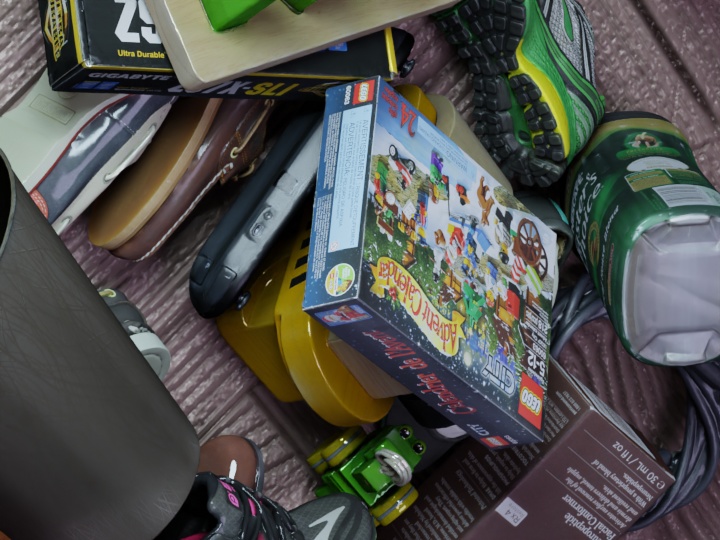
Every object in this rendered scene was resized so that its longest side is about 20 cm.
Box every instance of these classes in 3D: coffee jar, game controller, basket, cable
[{"bbox_3d":[0.179,-0.025,1.721,0.085,0.200,0.105,-4,112,-6],"label":"coffee jar"},{"bbox_3d":[-0.035,-0.057,1.620,0.042,0.104,0.201,35,83,2],"label":"game controller"},{"bbox_3d":[-0.182,0.055,1.457,0.135,0.181,0.200,-26,128,15],"label":"basket"},{"bbox_3d":[0.165,0.087,1.853,0.199,0.051,0.164,27,100,-35],"label":"cable"}]

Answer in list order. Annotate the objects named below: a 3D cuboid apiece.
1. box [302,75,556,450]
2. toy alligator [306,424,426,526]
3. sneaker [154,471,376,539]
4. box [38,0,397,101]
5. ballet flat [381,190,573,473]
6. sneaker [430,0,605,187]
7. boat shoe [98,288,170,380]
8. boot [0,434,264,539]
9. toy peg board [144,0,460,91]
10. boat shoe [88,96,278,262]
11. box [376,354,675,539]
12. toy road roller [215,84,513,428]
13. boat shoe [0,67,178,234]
[{"bbox_3d":[0.043,-0.001,1.563,0.200,0.037,0.137,38,49,-47],"label":"box"},{"bbox_3d":[0.015,0.114,1.674,0.054,0.200,0.059,-42,91,-17],"label":"toy alligator"},{"bbox_3d":[-0.071,0.158,1.607,0.199,0.077,0.084,-10,119,-36],"label":"sneaker"},{"bbox_3d":[-0.083,-0.176,1.519,0.199,0.049,0.161,1,76,-33],"label":"box"},{"bbox_3d":[0.075,0.044,1.754,0.068,0.068,0.201,21,96,-39],"label":"ballet flat"},{"bbox_3d":[0.094,-0.157,1.697,0.085,0.078,0.201,-45,128,-42],"label":"sneaker"},{"bbox_3d":[-0.208,0.067,1.574,0.200,0.061,0.072,-19,147,-27],"label":"boat shoe"},{"bbox_3d":[-0.165,0.135,1.614,0.188,0.069,0.200,-42,137,2],"label":"boot"},{"bbox_3d":[-0.032,-0.225,1.480,0.199,0.098,0.200,-21,87,-37],"label":"toy peg board"},{"bbox_3d":[-0.079,-0.087,1.592,0.070,0.070,0.201,34,87,-35],"label":"boat shoe"},{"bbox_3d":[0.093,0.163,1.786,0.200,0.075,0.100,-46,127,7],"label":"box"},{"bbox_3d":[0.000,0.000,1.672,0.123,0.145,0.201,51,40,-37],"label":"toy road roller"},{"bbox_3d":[-0.146,-0.083,1.549,0.200,0.071,0.063,-47,140,-17],"label":"boat shoe"}]
